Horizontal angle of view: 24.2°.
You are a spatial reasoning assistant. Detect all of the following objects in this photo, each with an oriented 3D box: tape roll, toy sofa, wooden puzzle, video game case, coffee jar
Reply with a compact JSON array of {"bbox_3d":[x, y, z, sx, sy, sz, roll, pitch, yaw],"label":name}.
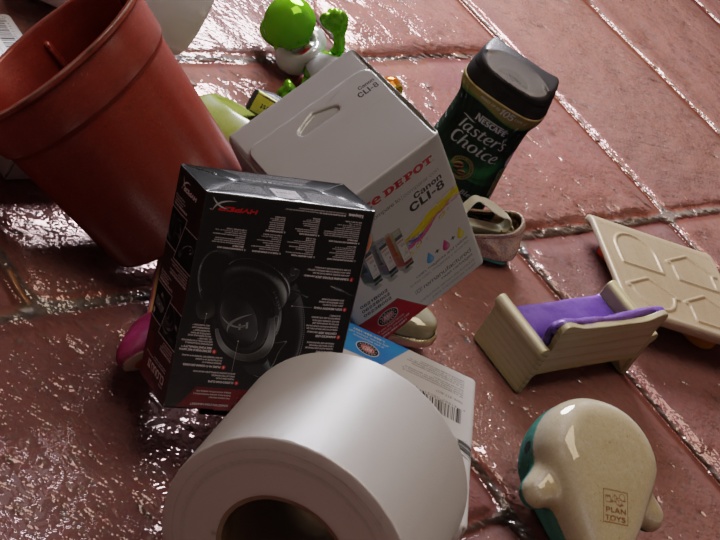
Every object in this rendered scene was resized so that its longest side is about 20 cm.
[{"bbox_3d":[-0.033,0.182,1.265,0.202,0.204,0.139,35,31,4],"label":"tape roll"},{"bbox_3d":[0.224,0.056,1.756,0.199,0.098,0.083,-6,49,-44],"label":"toy sofa"},{"bbox_3d":[0.359,0.025,1.971,0.184,0.047,0.201,17,31,-25],"label":"wooden puzzle"},{"bbox_3d":[-0.029,-0.132,1.772,0.180,0.026,0.200,31,5,1],"label":"video game case"},{"bbox_3d":[0.132,-0.154,1.858,0.104,0.201,0.085,33,32,2],"label":"coffee jar"}]

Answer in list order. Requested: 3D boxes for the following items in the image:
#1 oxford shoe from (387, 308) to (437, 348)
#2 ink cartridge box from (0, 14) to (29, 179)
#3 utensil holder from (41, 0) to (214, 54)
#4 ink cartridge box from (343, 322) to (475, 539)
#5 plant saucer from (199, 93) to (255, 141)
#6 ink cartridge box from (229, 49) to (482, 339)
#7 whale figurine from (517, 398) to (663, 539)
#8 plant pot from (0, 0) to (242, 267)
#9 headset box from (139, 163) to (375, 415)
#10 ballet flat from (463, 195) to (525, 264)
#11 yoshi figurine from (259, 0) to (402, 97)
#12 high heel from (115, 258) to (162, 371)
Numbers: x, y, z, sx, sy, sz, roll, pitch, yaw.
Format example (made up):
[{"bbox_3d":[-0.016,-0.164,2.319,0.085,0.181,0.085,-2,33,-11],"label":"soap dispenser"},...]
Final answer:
[{"bbox_3d":[0.000,0.000,1.655,0.199,0.074,0.071,35,32,3],"label":"oxford shoe"},{"bbox_3d":[-0.367,-0.168,1.584,0.175,0.045,0.201,-4,47,-45],"label":"ink cartridge box"},{"bbox_3d":[-0.258,-0.343,1.800,0.198,0.171,0.171,20,34,-21],"label":"utensil holder"},{"bbox_3d":[0.017,0.154,1.454,0.145,0.085,0.201,26,33,-10],"label":"ink cartridge box"},{"bbox_3d":[-0.092,-0.130,1.713,0.199,0.031,0.200,30,6,-4],"label":"plant saucer"},{"bbox_3d":[-0.002,-0.063,1.518,0.145,0.145,0.201,47,-11,37],"label":"ink cartridge box"},{"bbox_3d":[0.203,0.222,1.542,0.158,0.104,0.202,13,61,-28],"label":"whale figurine"},{"bbox_3d":[-0.219,-0.122,1.490,0.196,0.199,0.202,53,24,-25],"label":"plant pot"},{"bbox_3d":[-0.086,0.028,1.354,0.147,0.202,0.077,5,19,-25],"label":"headset box"},{"bbox_3d":[0.097,-0.058,1.824,0.198,0.068,0.068,8,39,-34],"label":"ballet flat"},{"bbox_3d":[-0.048,-0.240,1.907,0.200,0.113,0.112,44,40,22],"label":"yoshi figurine"},{"bbox_3d":[-0.176,0.019,1.460,0.096,0.067,0.200,57,29,-2],"label":"high heel"}]
